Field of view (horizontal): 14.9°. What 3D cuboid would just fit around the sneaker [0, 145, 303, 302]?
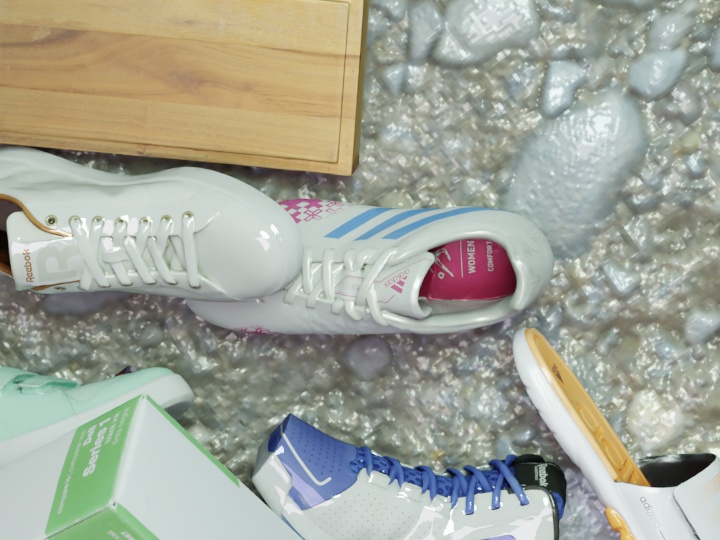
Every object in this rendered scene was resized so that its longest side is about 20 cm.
[{"bbox_3d":[-0.128,-0.009,1.411,0.199,0.085,0.073,8,121,26],"label":"sneaker"}]

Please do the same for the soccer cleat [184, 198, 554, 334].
[{"bbox_3d":[0.000,0.000,1.427,0.199,0.086,0.070,-5,104,8],"label":"soccer cleat"}]

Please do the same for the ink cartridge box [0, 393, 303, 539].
[{"bbox_3d":[-0.145,0.169,1.414,0.199,0.085,0.146,-27,123,30],"label":"ink cartridge box"}]

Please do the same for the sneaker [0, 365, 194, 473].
[{"bbox_3d":[-0.192,0.052,1.458,0.199,0.074,0.119,-16,78,10],"label":"sneaker"}]

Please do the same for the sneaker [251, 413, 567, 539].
[{"bbox_3d":[0.045,0.128,1.465,0.199,0.081,0.115,41,101,-12],"label":"sneaker"}]

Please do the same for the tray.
[{"bbox_3d":[-0.098,-0.109,1.438,0.199,0.037,0.099,6,104,6],"label":"tray"}]

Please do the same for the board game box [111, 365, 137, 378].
[{"bbox_3d":[-0.168,0.157,1.518,0.200,0.032,0.120,-36,102,13],"label":"board game box"}]

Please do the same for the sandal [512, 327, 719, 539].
[{"bbox_3d":[0.155,0.107,1.441,0.059,0.079,0.207,-33,96,16],"label":"sandal"}]
